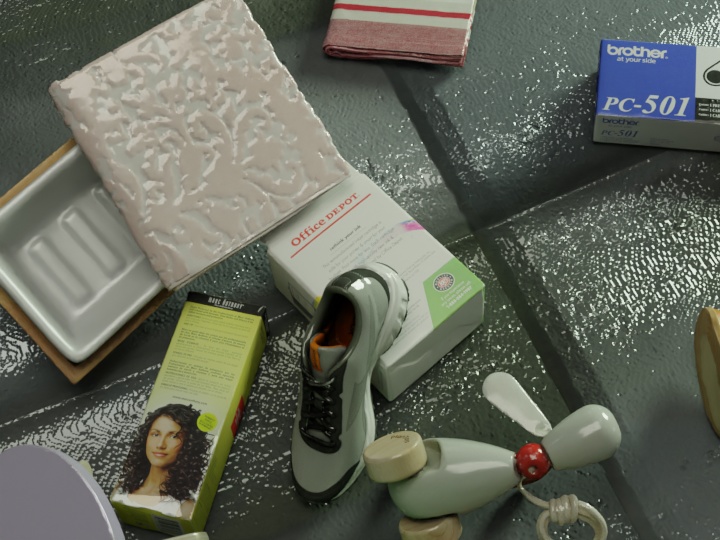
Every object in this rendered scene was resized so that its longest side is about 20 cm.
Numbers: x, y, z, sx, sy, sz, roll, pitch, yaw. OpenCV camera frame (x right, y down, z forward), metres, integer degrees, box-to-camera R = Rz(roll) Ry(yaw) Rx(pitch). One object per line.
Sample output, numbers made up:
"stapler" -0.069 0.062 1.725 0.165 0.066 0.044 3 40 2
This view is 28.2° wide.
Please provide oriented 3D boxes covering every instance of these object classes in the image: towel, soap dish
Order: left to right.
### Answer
"soap dish" -0.230 -0.025 1.241 0.200 0.081 0.158 -44 98 -21
"towel" -0.135 -0.114 1.219 0.190 0.032 0.201 -32 91 -15
"towel" 0.051 -0.290 1.446 0.143 0.023 0.201 7 58 11

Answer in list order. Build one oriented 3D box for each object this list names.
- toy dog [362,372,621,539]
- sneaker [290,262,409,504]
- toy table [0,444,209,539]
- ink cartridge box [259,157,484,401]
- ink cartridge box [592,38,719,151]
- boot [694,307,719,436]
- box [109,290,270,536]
"toy dog" 0.100 0.150 1.135 0.198 0.133 0.096 1 20 0
"sneaker" -0.025 0.091 1.145 0.073 0.079 0.202 19 103 30
"toy table" -0.213 0.234 1.068 0.182 0.117 0.202 -9 77 14
"ink cartridge box" 0.000 0.000 1.245 0.117 0.068 0.200 -38 64 -16
"ink cartridge box" 0.319 -0.160 1.332 0.198 0.044 0.095 5 57 7
"boot" 0.362 0.112 1.157 0.143 0.071 0.203 -9 61 -8
"box" -0.138 0.118 1.195 0.074 0.050 0.201 10 59 11
